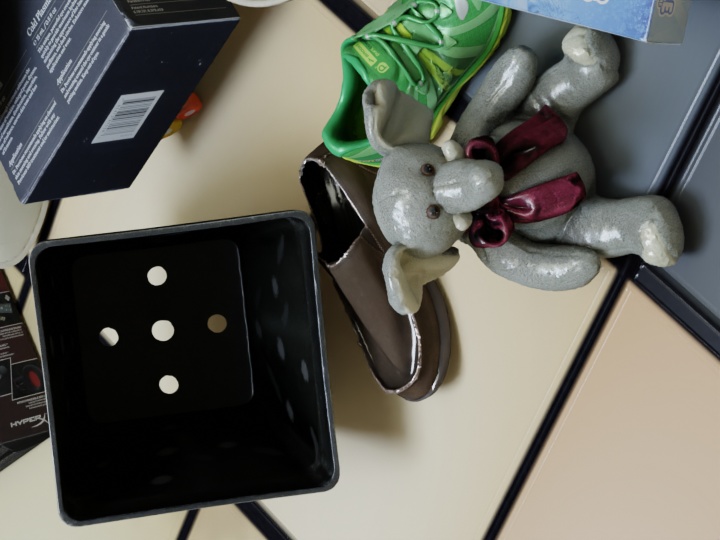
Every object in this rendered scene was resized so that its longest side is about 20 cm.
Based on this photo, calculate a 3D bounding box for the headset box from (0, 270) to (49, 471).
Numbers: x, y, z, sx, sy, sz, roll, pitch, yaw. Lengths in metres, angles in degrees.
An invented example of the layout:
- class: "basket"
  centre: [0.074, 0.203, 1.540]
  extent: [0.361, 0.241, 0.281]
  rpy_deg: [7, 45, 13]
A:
- class: "headset box"
  centre: [-0.351, 0.075, 2.151]
  extent: [0.148, 0.075, 0.201]
  rpy_deg: [-35, 75, 44]

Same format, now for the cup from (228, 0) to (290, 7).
- class: "cup"
  centre: [-0.025, -0.283, 1.687]
  extent: [0.200, 0.143, 0.201]
  rpy_deg: [14, 110, 43]

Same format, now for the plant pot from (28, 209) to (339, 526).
- class: "plant pot"
  centre: [-0.133, 0.056, 1.834]
  extent: [0.177, 0.199, 0.201]
  rpy_deg: [-138, 42, -78]

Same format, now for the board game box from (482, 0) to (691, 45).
- class: "board game box"
  centre: [0.129, -0.257, 1.562]
  extent: [0.198, 0.043, 0.201]
  rpy_deg: [19, 103, 39]

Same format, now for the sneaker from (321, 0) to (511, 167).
- class: "sneaker"
  centre: [0.037, -0.147, 1.699]
  extent: [0.074, 0.083, 0.201]
  rpy_deg: [44, 124, 28]

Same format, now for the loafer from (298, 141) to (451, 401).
- class: "loafer"
  centre: [0.000, 0.000, 1.783]
  extent: [0.073, 0.071, 0.201]
  rpy_deg: [-26, 81, 45]

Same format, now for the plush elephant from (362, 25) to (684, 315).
- class: "plush elephant"
  centre: [0.078, -0.056, 1.630]
  extent: [0.200, 0.154, 0.166]
  rpy_deg: [-16, 88, 45]

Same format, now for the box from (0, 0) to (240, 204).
- class: "box"
  centre: [-0.207, -0.184, 1.843]
  extent: [0.183, 0.104, 0.200]
  rpy_deg: [59, 135, 21]

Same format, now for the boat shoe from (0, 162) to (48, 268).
- class: "boat shoe"
  centre: [-0.295, -0.104, 2.057]
  extent: [0.059, 0.072, 0.201]
  rpy_deg: [16, 107, 48]

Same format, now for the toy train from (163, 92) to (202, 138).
- class: "toy train"
  centre: [-0.203, -0.176, 1.955]
  extent: [0.199, 0.055, 0.151]
  rpy_deg: [17, 112, 42]
